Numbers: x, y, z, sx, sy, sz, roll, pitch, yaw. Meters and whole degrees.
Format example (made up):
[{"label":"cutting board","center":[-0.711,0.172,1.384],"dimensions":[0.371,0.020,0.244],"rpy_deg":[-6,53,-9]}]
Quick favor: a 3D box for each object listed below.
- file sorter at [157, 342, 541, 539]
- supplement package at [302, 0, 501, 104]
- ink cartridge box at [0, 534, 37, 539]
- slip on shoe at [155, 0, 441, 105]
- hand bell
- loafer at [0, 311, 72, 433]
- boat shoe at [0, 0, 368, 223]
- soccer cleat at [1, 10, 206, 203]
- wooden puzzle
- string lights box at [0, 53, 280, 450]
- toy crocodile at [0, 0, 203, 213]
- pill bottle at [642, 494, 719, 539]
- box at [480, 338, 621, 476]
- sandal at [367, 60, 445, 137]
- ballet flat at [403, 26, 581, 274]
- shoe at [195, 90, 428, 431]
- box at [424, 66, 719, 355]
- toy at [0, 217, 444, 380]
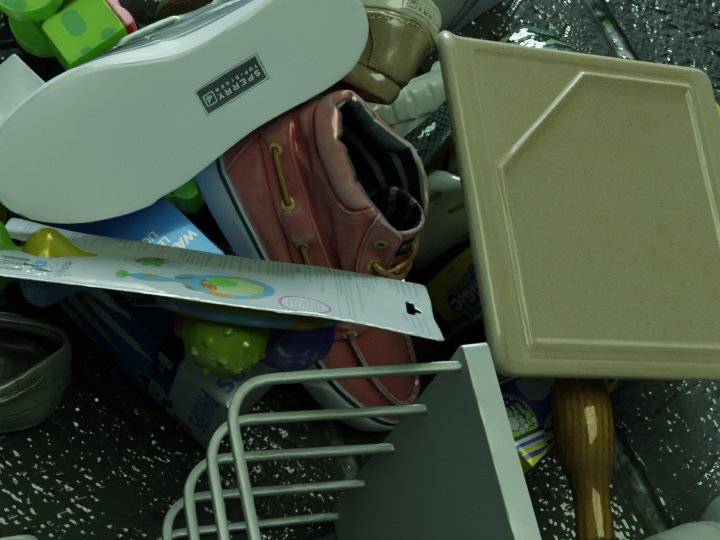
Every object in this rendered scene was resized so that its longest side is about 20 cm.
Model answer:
[{"label":"file sorter","center":[-0.015,0.142,0.769],"dimensions":[0.124,0.200,0.139],"rpy_deg":[-3,63,-21]},{"label":"supplement package","center":[0.021,-0.203,1.037],"dimensions":[0.117,0.117,0.200],"rpy_deg":[47,55,7]},{"label":"ink cartridge box","center":[-0.187,0.225,0.708],"dimensions":[0.145,0.088,0.200],"rpy_deg":[-4,65,-27]},{"label":"slip on shoe","center":[-0.045,-0.123,0.935],"dimensions":[0.076,0.200,0.061],"rpy_deg":[33,71,-49]},{"label":"hand bell","center":[0.119,0.136,0.865],"dimensions":[0.104,0.104,0.201],"rpy_deg":[2,72,-23]},{"label":"loafer","center":[-0.235,0.050,0.800],"dimensions":[0.200,0.070,0.070],"rpy_deg":[-7,65,-28]},{"label":"boat shoe","center":[-0.093,-0.086,0.811],"dimensions":[0.200,0.068,0.072],"rpy_deg":[-33,112,-18]},{"label":"soccer cleat","center":[-0.112,-0.106,0.941],"dimensions":[0.200,0.081,0.068],"rpy_deg":[39,53,2]},{"label":"wooden puzzle","center":[0.128,-0.029,0.893],"dimensions":[0.200,0.037,0.185],"rpy_deg":[5,66,-33]},{"label":"string lights box","center":[-0.124,-0.006,0.857],"dimensions":[0.200,0.103,0.059],"rpy_deg":[43,70,5]},{"label":"toy crocodile","center":[-0.137,-0.116,0.881],"dimensions":[0.062,0.068,0.200],"rpy_deg":[-34,78,-8]},{"label":"pill bottle","center":[0.246,0.164,0.922],"dimensions":[0.200,0.114,0.115],"rpy_deg":[-11,67,-29]},{"label":"box","center":[0.120,0.044,0.968],"dimensions":[0.070,0.064,0.200],"rpy_deg":[47,53,7]},{"label":"sandal","center":[0.063,-0.098,1.032],"dimensions":[0.202,0.083,0.050],"rpy_deg":[-10,23,-36]},{"label":"ballet flat","center":[0.062,-0.060,0.962],"dimensions":[0.074,0.074,0.200],"rpy_deg":[38,76,0]},{"label":"shoe","center":[0.000,0.000,0.871],"dimensions":[0.200,0.091,0.072],"rpy_deg":[60,38,-24]},{"label":"box","center":[0.116,-0.031,0.977],"dimensions":[0.048,0.117,0.200],"rpy_deg":[48,54,0]},{"label":"toy","center":[-0.069,0.019,0.755],"dimensions":[0.199,0.115,0.047],"rpy_deg":[12,101,-4]}]
